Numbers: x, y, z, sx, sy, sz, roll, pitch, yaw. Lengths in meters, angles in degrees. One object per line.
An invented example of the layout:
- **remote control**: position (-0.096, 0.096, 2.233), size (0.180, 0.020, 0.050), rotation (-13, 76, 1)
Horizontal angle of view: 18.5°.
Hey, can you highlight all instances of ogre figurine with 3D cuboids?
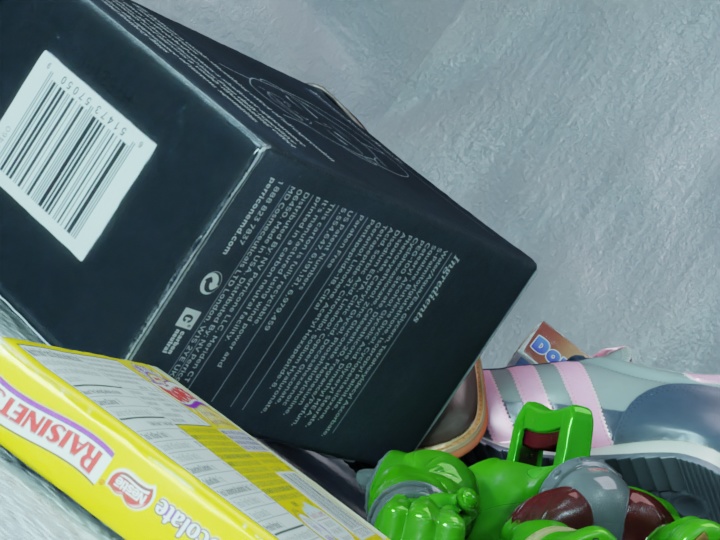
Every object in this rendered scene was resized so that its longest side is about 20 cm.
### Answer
- **ogre figurine**: position (0.083, 0.105, 0.847), size (0.199, 0.099, 0.120), rotation (-8, 13, -19)

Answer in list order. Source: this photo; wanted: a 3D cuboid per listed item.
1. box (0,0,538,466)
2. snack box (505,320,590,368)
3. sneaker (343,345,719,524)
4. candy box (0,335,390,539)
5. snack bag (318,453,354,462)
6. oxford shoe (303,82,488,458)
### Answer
- **box**: position (-0.054, -0.018, 0.849), size (0.148, 0.107, 0.200), rotation (40, 11, 34)
- **snack box**: position (0.100, 0.084, 1.179), size (0.072, 0.024, 0.200), rotation (39, -18, 6)
- **sneaker**: position (0.083, 0.068, 0.976), size (0.199, 0.082, 0.070), rotation (8, -46, 25)
- **candy box**: position (-0.045, 0.061, 0.638), size (0.102, 0.026, 0.200), rotation (33, -1, 8)
- **snack bag**: position (-0.112, 0.007, 0.956), size (0.200, 0.021, 0.188), rotation (29, 5, -45)
- **oxford shoe**: position (0.000, 0.000, 0.961), size (0.073, 0.071, 0.200), rotation (76, -9, -48)
